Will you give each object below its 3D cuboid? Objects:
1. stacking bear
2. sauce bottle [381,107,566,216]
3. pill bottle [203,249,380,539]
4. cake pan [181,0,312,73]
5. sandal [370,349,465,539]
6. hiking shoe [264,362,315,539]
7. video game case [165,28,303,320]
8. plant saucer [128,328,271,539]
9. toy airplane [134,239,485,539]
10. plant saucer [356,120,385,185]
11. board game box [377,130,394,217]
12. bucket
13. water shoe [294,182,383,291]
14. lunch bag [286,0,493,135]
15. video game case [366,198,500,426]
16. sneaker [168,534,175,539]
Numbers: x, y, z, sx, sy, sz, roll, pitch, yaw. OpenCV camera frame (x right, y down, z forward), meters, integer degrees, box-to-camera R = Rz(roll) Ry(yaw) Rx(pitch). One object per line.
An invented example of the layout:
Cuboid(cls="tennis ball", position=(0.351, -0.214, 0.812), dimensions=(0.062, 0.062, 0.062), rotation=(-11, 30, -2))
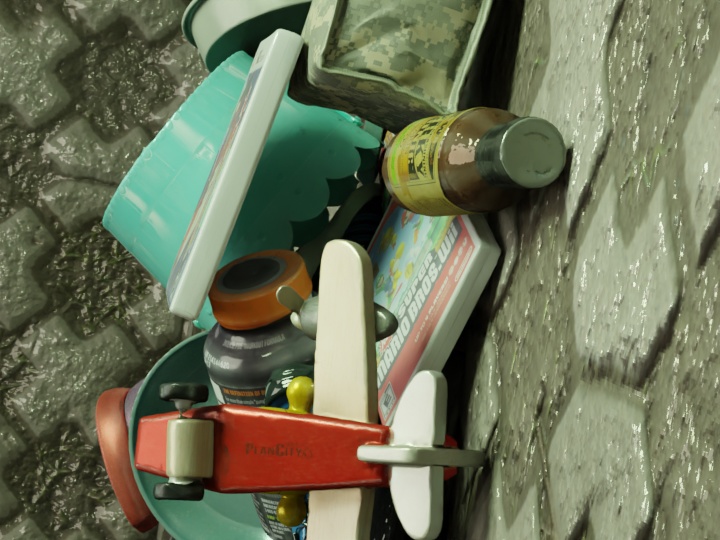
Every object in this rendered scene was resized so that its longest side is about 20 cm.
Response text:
Cuboid(cls="stacking bear", position=(-0.099, 0.112, 1.739), dimensions=(0.114, 0.199, 0.121), rotation=(66, -165, -6))
Cuboid(cls="sauce bottle", position=(0.069, -0.066, 1.309), dimensions=(0.200, 0.064, 0.065), rotation=(175, 103, -73))
Cuboid(cls="pill bottle", position=(-0.047, 0.087, 1.535), dimensions=(0.106, 0.106, 0.201), rotation=(-101, -6, -64))
Cuboid(cls="cake pan", position=(-0.041, -0.194, 1.736), dimensions=(0.200, 0.199, 0.037), rotation=(122, 140, -68))
Cuboid(cls="sandal", position=(0.037, 0.148, 1.407), dimensions=(0.075, 0.048, 0.201), rotation=(163, 128, -78))
Cuboid(cls="hiking shoe", position=(-0.016, 0.156, 1.460), dimensions=(0.087, 0.074, 0.201), rotation=(-78, -28, -62))
Cuboid(cls="video game case", position=(-0.090, -0.068, 1.513), dimensions=(0.182, 0.023, 0.201), rotation=(-152, 82, -83))
Cuboid(cls="plant saucer", position=(-0.076, 0.132, 1.663), dimensions=(0.036, 0.199, 0.201), rotation=(-57, -20, -71))
Cuboid(cls="toy airplane", position=(-0.017, 0.111, 1.346), dimensions=(0.200, 0.199, 0.141), rotation=(-45, -17, 8))
Cuboid(cls="plant saucer", position=(0.022, -0.146, 1.720), dimensions=(0.200, 0.019, 0.070), rotation=(100, -170, -56))
Cuboid(cls="board game box", position=(0.039, -0.065, 1.635), dimensions=(0.200, 0.030, 0.096), rotation=(-99, 19, -54))
Cuboid(cls="bucket", position=(-0.094, -0.061, 1.699), dimensions=(0.207, 0.135, 0.207), rotation=(-50, -3, -3))
Cuboid(cls="water shoe", position=(0.000, 0.000, 1.680), dimensions=(0.200, 0.079, 0.072), rotation=(-48, -17, -56))
Cuboid(cls="lunch bag", position=(0.036, -0.200, 1.460), dimensions=(0.164, 0.117, 0.201), rotation=(163, 125, -80))
Cuboid(cls="video game case", position=(0.037, 0.005, 1.458), dimensions=(0.143, 0.017, 0.200), rotation=(-64, 18, 19))
Cuboid(cls="sneaker", position=(-0.099, 0.231, 1.755), dimensions=(0.200, 0.139, 0.078), rotation=(-122, 30, -69))
